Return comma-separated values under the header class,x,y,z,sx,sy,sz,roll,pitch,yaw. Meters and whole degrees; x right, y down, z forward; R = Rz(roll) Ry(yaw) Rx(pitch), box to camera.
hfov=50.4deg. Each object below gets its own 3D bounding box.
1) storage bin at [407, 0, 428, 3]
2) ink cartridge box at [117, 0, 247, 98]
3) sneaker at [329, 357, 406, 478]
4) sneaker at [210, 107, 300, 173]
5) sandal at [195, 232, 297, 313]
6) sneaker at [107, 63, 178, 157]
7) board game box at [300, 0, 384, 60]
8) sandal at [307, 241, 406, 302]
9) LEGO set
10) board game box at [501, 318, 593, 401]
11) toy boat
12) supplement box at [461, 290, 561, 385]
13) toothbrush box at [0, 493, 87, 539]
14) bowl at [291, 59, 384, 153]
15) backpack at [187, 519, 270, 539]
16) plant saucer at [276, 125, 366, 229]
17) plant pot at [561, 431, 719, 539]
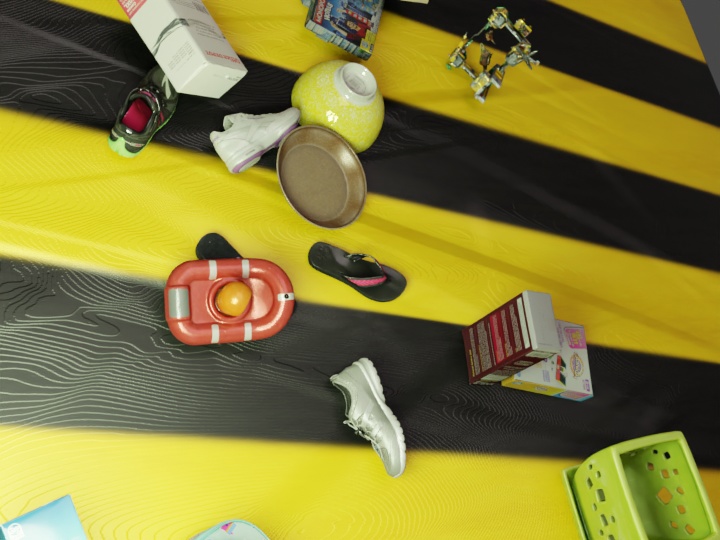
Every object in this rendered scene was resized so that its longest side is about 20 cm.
class,x,y,z,sx,sy,sz,roll,pitch,yaw
storage bin,0.046,-0.679,1.672,0.199,0.094,0.199,-12,52,-44
ink cartridge box,-0.311,-0.413,1.353,0.201,0.084,0.145,56,22,6
sneaker,0.012,0.250,1.262,0.081,0.075,0.202,-18,69,-20
sneaker,-0.187,-0.261,1.389,0.100,0.075,0.200,48,52,-1
sandal,-0.189,0.014,1.269,0.199,0.043,0.076,39,53,-8
sneaker,-0.356,-0.278,1.294,0.076,0.084,0.202,27,56,-17
board game box,-0.056,-0.556,1.624,0.198,0.062,0.202,23,56,-17
sandal,0.000,0.000,1.385,0.198,0.045,0.076,22,57,-19
LEGO set,0.288,-0.475,1.706,0.154,0.199,0.116,49,34,-17
board game box,0.365,0.167,1.517,0.198,0.040,0.155,15,60,-24
toy boat,-0.195,0.045,1.172,0.197,0.130,0.133,-3,88,-21
supplement box,0.267,0.126,1.380,0.060,0.200,0.110,9,62,-27
toothbrush box,-0.361,0.389,0.915,0.085,0.146,0.202,-18,75,-35
bowl,-0.026,-0.344,1.506,0.198,0.108,0.203,13,60,-24
backpack,-0.185,0.430,0.999,0.176,0.153,0.200,48,46,6
plant saucer,-0.077,-0.168,1.415,0.198,0.037,0.203,12,68,-33
plant pot,0.487,0.417,1.374,0.197,0.181,0.202,-2,68,-30
